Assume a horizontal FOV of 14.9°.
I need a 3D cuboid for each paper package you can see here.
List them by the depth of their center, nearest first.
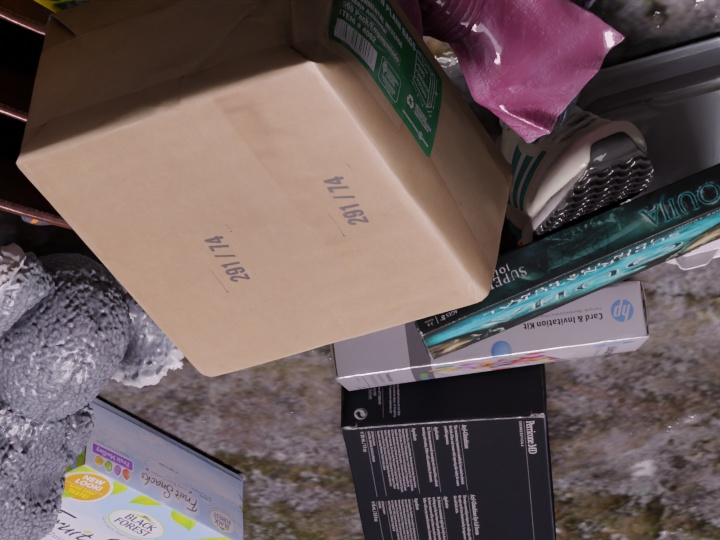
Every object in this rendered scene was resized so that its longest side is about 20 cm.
[{"bbox_3d":[-0.046,-0.057,1.409,0.190,0.104,0.200,-16,135,25],"label":"paper package"}]

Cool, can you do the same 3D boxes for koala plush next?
[{"bbox_3d":[-0.215,0.065,1.772,0.177,0.184,0.200,23,127,-33],"label":"koala plush"}]

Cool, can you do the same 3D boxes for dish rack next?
[{"bbox_3d":[0.229,-0.067,1.694,0.171,0.044,0.200,-14,144,18],"label":"dish rack"}]

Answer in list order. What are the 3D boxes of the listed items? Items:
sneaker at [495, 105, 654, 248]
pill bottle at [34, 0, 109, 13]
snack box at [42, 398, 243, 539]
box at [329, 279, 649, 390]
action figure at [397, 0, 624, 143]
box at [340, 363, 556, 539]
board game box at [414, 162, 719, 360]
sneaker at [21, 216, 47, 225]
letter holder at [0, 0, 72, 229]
[{"bbox_3d":[0.112,-0.069,1.604,0.070,0.094,0.200,-22,171,-10],"label":"sneaker"},{"bbox_3d":[-0.180,-0.209,1.394,0.113,0.113,0.200,-28,139,34],"label":"pill bottle"},{"bbox_3d":[-0.213,0.182,2.021,0.200,0.068,0.168,-29,138,31],"label":"snack box"},{"bbox_3d":[0.083,0.043,1.784,0.199,0.041,0.156,-9,175,1],"label":"box"},{"bbox_3d":[0.052,-0.147,1.483,0.199,0.134,0.149,19,140,-33],"label":"action figure"},{"bbox_3d":[0.065,0.127,1.944,0.141,0.079,0.200,-2,146,5],"label":"box"},{"bbox_3d":[0.125,-0.003,1.625,0.199,0.028,0.135,-23,171,1],"label":"board game box"},{"bbox_3d":[-0.201,-0.077,1.622,0.199,0.078,0.112,17,141,-26],"label":"sneaker"},{"bbox_3d":[-0.177,-0.114,1.510,0.199,0.143,0.101,18,141,-27],"label":"letter holder"}]
